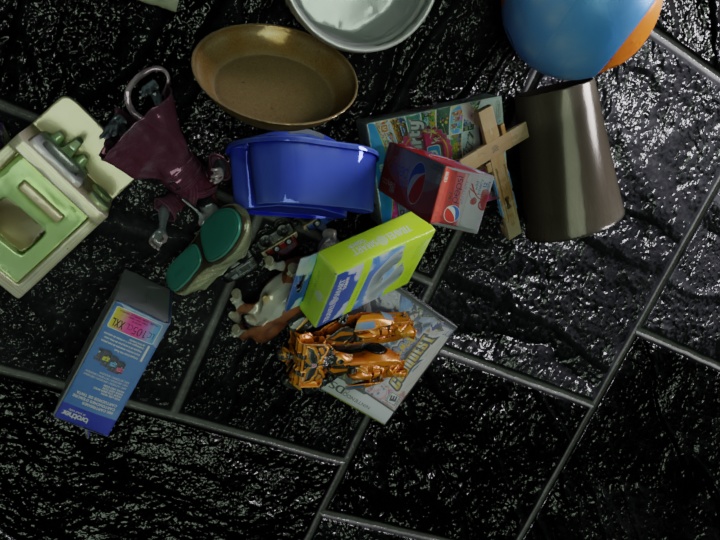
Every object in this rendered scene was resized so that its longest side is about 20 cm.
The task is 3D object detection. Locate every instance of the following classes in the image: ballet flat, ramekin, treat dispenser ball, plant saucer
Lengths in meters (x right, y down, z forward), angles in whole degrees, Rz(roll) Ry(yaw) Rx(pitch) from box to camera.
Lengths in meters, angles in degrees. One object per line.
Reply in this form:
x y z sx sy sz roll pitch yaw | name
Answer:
-0.181 -0.028 0.841 0.062 0.200 0.068 -2 69 -44 | ballet flat
-0.011 -0.371 0.803 0.198 0.105 0.202 -6 110 -16 | ramekin
0.282 -0.351 0.849 0.199 0.201 0.203 -5 109 -15 | treat dispenser ball
-0.103 -0.227 0.796 0.198 0.201 0.036 -1 141 -17 | plant saucer

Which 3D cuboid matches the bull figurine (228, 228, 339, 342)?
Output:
-0.101 0.024 0.912 0.200 0.065 0.121 -50 153 10 | bull figurine

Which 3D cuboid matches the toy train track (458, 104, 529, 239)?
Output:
0.188 -0.135 0.921 0.114 0.033 0.201 -30 121 -14 | toy train track

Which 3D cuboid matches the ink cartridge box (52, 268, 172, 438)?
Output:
-0.323 0.115 0.852 0.076 0.136 0.201 30 97 -20 | ink cartridge box

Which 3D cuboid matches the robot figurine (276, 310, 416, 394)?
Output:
-0.022 0.116 0.950 0.198 0.058 0.146 -4 117 -25 | robot figurine

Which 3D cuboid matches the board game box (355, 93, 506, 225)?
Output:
0.104 -0.157 0.935 0.198 0.064 0.149 -14 111 -11 | board game box

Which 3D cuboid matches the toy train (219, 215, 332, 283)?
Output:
-0.112 -0.043 0.921 0.199 0.034 0.046 -33 118 -4 | toy train

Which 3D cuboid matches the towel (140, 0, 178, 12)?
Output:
-0.278 -0.420 0.742 0.199 0.035 0.194 12 104 -21 | towel

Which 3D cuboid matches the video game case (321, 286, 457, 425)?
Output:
0.027 0.121 1.024 0.180 0.026 0.201 34 96 -24 | video game case

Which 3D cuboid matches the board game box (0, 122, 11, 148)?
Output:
-0.502 -0.115 0.728 0.199 0.120 0.033 -21 110 -10 | board game box

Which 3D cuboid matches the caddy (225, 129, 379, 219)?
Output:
-0.069 -0.125 0.823 0.199 0.141 0.106 1 87 -34 | caddy

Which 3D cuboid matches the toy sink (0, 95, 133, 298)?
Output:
-0.376 -0.090 0.780 0.200 0.112 0.130 -42 115 0 | toy sink

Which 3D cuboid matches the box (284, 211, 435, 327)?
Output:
0.000 0.000 0.884 0.199 0.048 0.122 -25 153 -33 | box

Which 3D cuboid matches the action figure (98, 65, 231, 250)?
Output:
-0.238 -0.127 0.832 0.133 0.149 0.200 -30 134 7 | action figure

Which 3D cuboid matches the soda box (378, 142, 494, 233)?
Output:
0.084 -0.106 0.801 0.063 0.200 0.071 9 104 -19 | soda box

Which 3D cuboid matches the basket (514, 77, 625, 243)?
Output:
0.296 -0.165 0.954 0.180 0.135 0.202 -29 111 -42 | basket
